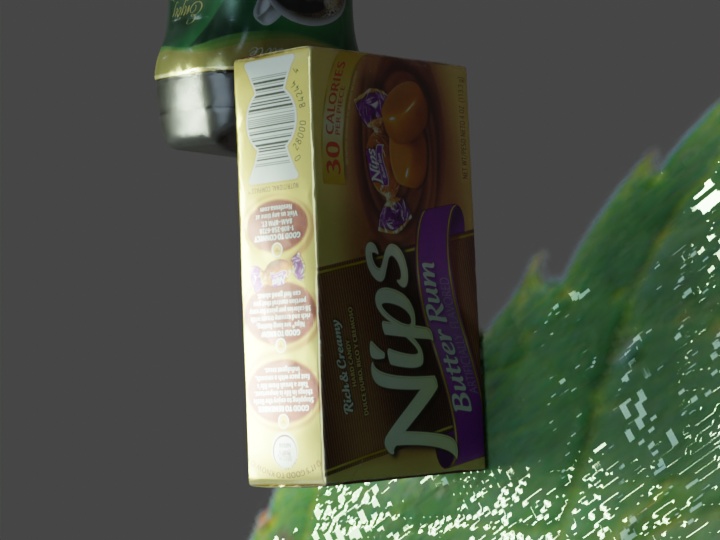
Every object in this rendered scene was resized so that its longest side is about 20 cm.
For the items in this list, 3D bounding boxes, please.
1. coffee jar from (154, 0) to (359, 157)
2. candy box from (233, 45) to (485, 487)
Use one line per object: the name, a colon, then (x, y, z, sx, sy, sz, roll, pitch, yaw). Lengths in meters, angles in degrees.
coffee jar: (-0.051, -0.157, 1.009, 0.085, 0.104, 0.201, -2, 88, 51)
candy box: (0.000, 0.000, 0.951, 0.056, 0.116, 0.201, -7, 84, 42)
